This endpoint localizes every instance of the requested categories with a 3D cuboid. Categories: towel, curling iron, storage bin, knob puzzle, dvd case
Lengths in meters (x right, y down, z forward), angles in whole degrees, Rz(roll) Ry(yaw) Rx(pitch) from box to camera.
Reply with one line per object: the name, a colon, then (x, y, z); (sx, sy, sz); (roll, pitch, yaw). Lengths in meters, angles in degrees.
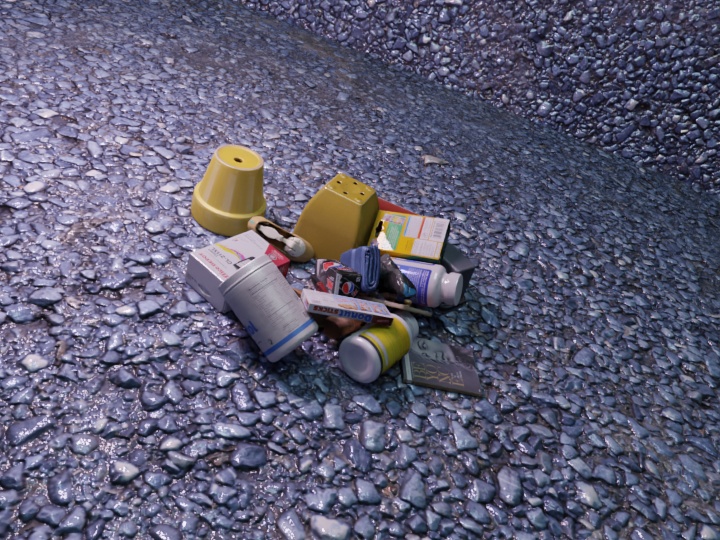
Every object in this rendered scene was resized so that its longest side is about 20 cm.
towel: (0.000, 0.000, 1.467); (0.048, 0.112, 0.200); (4, -4, -19)
curling iron: (-0.103, 0.039, 1.423); (0.049, 0.026, 0.200); (17, 13, -14)
storage bin: (0.211, -0.001, 1.658); (0.145, 0.135, 0.200); (-15, 48, -40)
knob puzzle: (0.085, 0.077, 1.475); (0.219, 0.031, 0.220); (14, -3, 1)
dvd case: (0.189, 0.227, 1.448); (0.199, 0.016, 0.149); (13, 36, -12)

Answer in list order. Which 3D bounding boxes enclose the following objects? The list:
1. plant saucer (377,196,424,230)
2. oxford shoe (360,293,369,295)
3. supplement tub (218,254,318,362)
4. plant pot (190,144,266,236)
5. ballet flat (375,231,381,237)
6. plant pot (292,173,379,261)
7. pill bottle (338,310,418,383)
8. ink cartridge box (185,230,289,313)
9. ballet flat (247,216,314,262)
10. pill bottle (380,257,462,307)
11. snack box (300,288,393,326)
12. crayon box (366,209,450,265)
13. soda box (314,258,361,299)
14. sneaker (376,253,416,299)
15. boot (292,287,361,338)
plant saucer: (0.083, -0.152, 1.784); (0.199, 0.200, 0.037); (24, 78, 3)
oxford shoe: (0.042, -0.007, 1.627); (0.071, 0.074, 0.200); (23, 34, 6)
supplement tub: (-0.195, 0.081, 1.281); (0.200, 0.132, 0.132); (54, 40, 0)
plant pot: (-0.343, -0.224, 1.612); (0.200, 0.189, 0.201); (14, 37, -10)
ballet flat: (0.127, -0.090, 1.681); (0.199, 0.068, 0.062); (-17, 31, 6)
plant pot: (-0.053, -0.147, 1.653); (0.194, 0.200, 0.196); (27, 35, 8)
pill bottle: (0.049, 0.165, 1.372); (0.112, 0.112, 0.200); (37, 38, 20)
ink cartridge box: (-0.292, -0.001, 1.436); (0.146, 0.083, 0.200); (37, 38, 21)
ballet flat: (-0.202, -0.074, 1.558); (0.200, 0.069, 0.063); (27, -4, -23)
pill bottle: (0.158, 0.034, 1.552); (0.199, 0.112, 0.112); (11, 31, 21)
snack box: (-0.028, 0.081, 1.314); (0.199, 0.024, 0.072); (12, 19, -22)
crayon box: (0.131, -0.087, 1.614); (0.199, 0.052, 0.126); (11, 64, 18)
soda box: (-0.060, 0.020, 1.467); (0.063, 0.071, 0.200); (4, 9, -20)
sneaker: (0.073, 0.032, 1.444); (0.073, 0.082, 0.200); (48, 3, -23)
boot: (-0.082, 0.088, 1.453); (0.200, 0.074, 0.155); (33, 29, 19)
